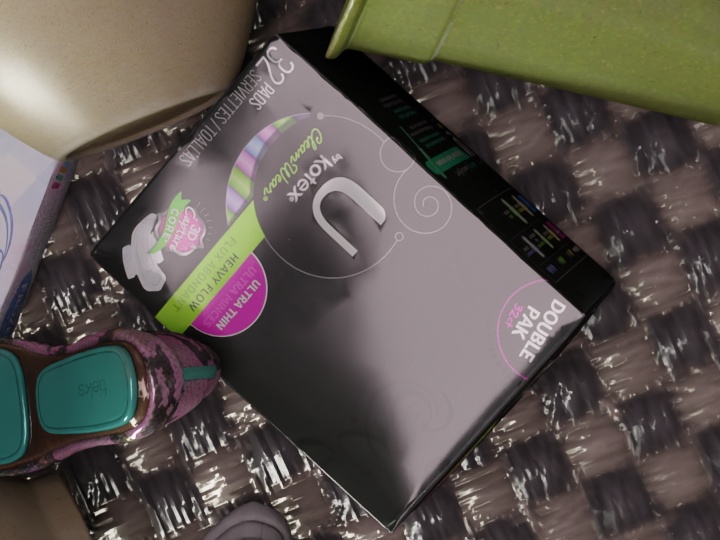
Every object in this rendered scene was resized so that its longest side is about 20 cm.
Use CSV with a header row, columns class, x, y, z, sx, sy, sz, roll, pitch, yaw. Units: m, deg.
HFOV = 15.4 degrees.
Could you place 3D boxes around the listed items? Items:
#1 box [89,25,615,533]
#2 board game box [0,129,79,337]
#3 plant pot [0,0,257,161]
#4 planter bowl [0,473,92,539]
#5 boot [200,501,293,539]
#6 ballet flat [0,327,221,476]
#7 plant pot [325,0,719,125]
class,x,y,z,sx,sy,sz,roll,pitch,yaw
box,0.000,0.000,1.301,0.200,0.124,0.149,43,104,4
board game box,-0.259,-0.043,1.394,0.199,0.043,0.200,24,102,9
plant pot,-0.128,-0.131,1.274,0.200,0.200,0.135,-22,89,13
planter bowl,-0.192,0.181,1.341,0.134,0.200,0.201,-21,91,-13
boot,-0.075,0.211,1.365,0.073,0.096,0.200,20,127,-7
ballet flat,-0.142,0.062,1.295,0.200,0.071,0.069,-11,81,45
plant pot,0.106,-0.157,1.246,0.189,0.200,0.201,23,100,-4
